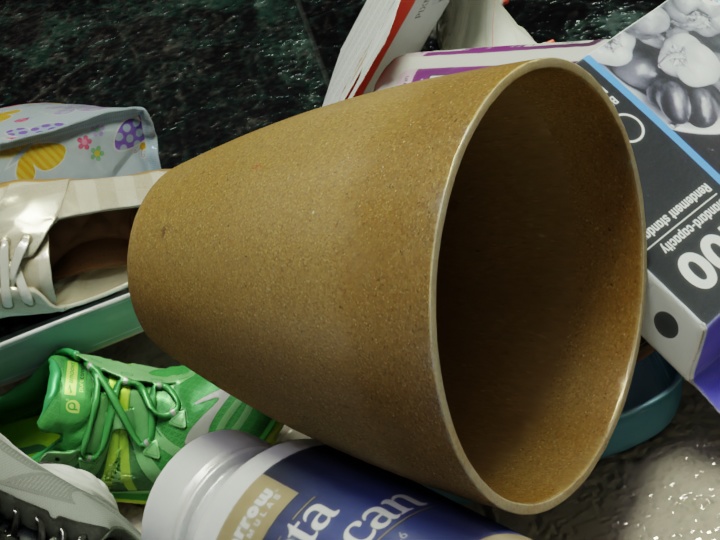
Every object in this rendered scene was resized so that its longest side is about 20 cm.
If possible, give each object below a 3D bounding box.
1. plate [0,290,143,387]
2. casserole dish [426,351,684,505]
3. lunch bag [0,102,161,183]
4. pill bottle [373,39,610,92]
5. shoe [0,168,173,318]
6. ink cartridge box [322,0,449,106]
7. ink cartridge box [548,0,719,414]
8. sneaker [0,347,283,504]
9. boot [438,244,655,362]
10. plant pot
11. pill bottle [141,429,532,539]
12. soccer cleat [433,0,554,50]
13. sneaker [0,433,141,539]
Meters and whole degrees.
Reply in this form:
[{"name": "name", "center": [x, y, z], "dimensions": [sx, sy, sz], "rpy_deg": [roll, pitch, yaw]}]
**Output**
[{"name": "plate", "center": [-0.172, 0.039, 0.992], "dimensions": [0.199, 0.026, 0.200], "rpy_deg": [-22, 3, 1]}, {"name": "casserole dish", "center": [0.076, 0.065, 0.876], "dimensions": [0.198, 0.039, 0.122], "rpy_deg": [-18, 34, 2]}, {"name": "lunch bag", "center": [-0.234, -0.028, 1.035], "dimensions": [0.198, 0.128, 0.169], "rpy_deg": [-15, 12, -28]}, {"name": "pill bottle", "center": [0.112, -0.074, 0.986], "dimensions": [0.198, 0.113, 0.113], "rpy_deg": [0, 39, 28]}, {"name": "shoe", "center": [-0.160, -0.017, 0.946], "dimensions": [0.199, 0.071, 0.053], "rpy_deg": [-17, 22, -28]}, {"name": "ink cartridge box", "center": [0.019, -0.136, 1.089], "dimensions": [0.057, 0.163, 0.201], "rpy_deg": [22, 40, -11]}, {"name": "ink cartridge box", "center": [0.189, -0.041, 0.853], "dimensions": [0.198, 0.043, 0.200], "rpy_deg": [-35, 74, -31]}, {"name": "sneaker", "center": [-0.130, 0.082, 0.906], "dimensions": [0.198, 0.084, 0.075], "rpy_deg": [-16, 53, 12]}, {"name": "boot", "center": [0.050, 0.003, 0.853], "dimensions": [0.198, 0.098, 0.075], "rpy_deg": [-2, 36, 24]}, {"name": "plant pot", "center": [0.000, 0.000, 0.766], "dimensions": [0.199, 0.188, 0.187], "rpy_deg": [5, 41, 36]}, {"name": "pill bottle", "center": [-0.006, 0.139, 0.748], "dimensions": [0.111, 0.112, 0.199], "rpy_deg": [-40, 38, -27]}, {"name": "soccer cleat", "center": [0.076, -0.144, 1.146], "dimensions": [0.077, 0.070, 0.200], "rpy_deg": [-28, 37, -6]}, {"name": "sneaker", "center": [-0.162, 0.118, 0.800], "dimensions": [0.079, 0.200, 0.074], "rpy_deg": [28, 89, 37]}]
